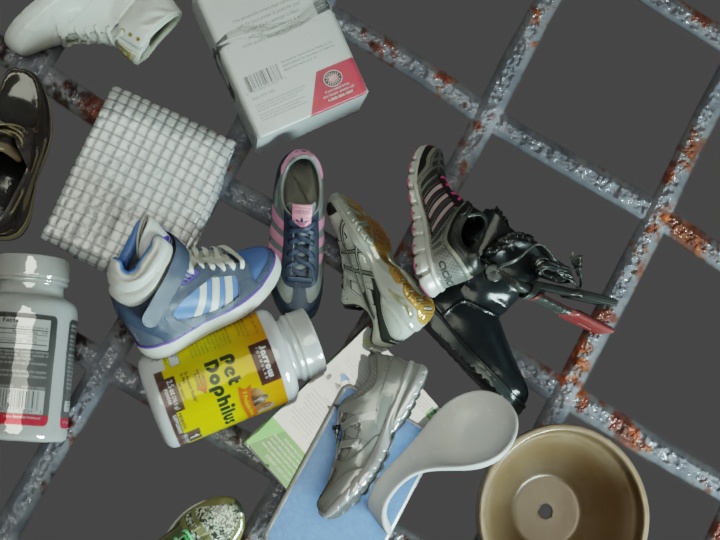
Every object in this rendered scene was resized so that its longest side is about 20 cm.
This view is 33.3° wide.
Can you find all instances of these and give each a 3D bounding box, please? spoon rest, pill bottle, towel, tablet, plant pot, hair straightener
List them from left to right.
[{"bbox_3d":[-0.371,0.086,1.334,0.109,0.111,0.203,5,82,-6],"label":"pill bottle"},{"bbox_3d":[-0.252,-0.087,1.386,0.164,0.086,0.202,24,85,-11],"label":"towel"},{"bbox_3d":[-0.142,0.114,1.358,0.198,0.109,0.111,-22,85,-9],"label":"pill bottle"},{"bbox_3d":[-0.009,0.246,1.371,0.129,0.014,0.202,30,81,-3],"label":"tablet"},{"bbox_3d":[0.089,0.208,1.343,0.199,0.061,0.099,-39,47,-8],"label":"spoon rest"},{"bbox_3d":[0.223,0.281,1.389,0.198,0.093,0.204,1,81,-7],"label":"plant pot"},{"bbox_3d":[0.232,0.014,1.408,0.198,0.041,0.078,21,76,-35],"label":"hair straightener"}]

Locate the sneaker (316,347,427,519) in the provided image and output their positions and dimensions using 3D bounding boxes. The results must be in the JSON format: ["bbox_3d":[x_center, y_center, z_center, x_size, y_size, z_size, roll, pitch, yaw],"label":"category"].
[{"bbox_3d":[-0.001,0.182,1.347,0.081,0.075,0.202,27,74,11],"label":"sneaker"}]

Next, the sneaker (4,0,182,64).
[{"bbox_3d":[-0.307,-0.283,1.411,0.199,0.074,0.116,-34,84,-11],"label":"sneaker"}]

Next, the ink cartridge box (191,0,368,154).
[{"bbox_3d":[-0.099,-0.264,1.428,0.144,0.083,0.202,-23,85,-9],"label":"ink cartridge box"}]

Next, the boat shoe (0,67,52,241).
[{"bbox_3d":[-0.396,-0.137,1.380,0.073,0.073,0.203,4,82,-6],"label":"boat shoe"}]

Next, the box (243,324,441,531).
[{"bbox_3d":[-0.018,0.184,1.403,0.200,0.036,0.145,-42,89,-11],"label":"box"}]

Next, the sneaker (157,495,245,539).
[{"bbox_3d":[-0.210,0.325,1.332,0.199,0.089,0.077,-37,88,-10],"label":"sneaker"}]

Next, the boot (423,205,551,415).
[{"bbox_3d":[0.169,0.045,1.422,0.168,0.076,0.200,-43,83,-6],"label":"boot"}]

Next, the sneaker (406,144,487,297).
[{"bbox_3d":[0.105,-0.064,1.400,0.086,0.074,0.202,-12,54,15],"label":"sneaker"}]

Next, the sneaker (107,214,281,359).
[{"bbox_3d":[-0.183,-0.010,1.317,0.199,0.080,0.148,-34,129,-23],"label":"sneaker"}]

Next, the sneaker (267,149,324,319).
[{"bbox_3d":[-0.074,-0.043,1.402,0.069,0.082,0.203,-2,83,-8],"label":"sneaker"}]

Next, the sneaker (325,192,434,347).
[{"bbox_3d":[0.000,0.000,1.398,0.088,0.075,0.201,-43,61,19],"label":"sneaker"}]
